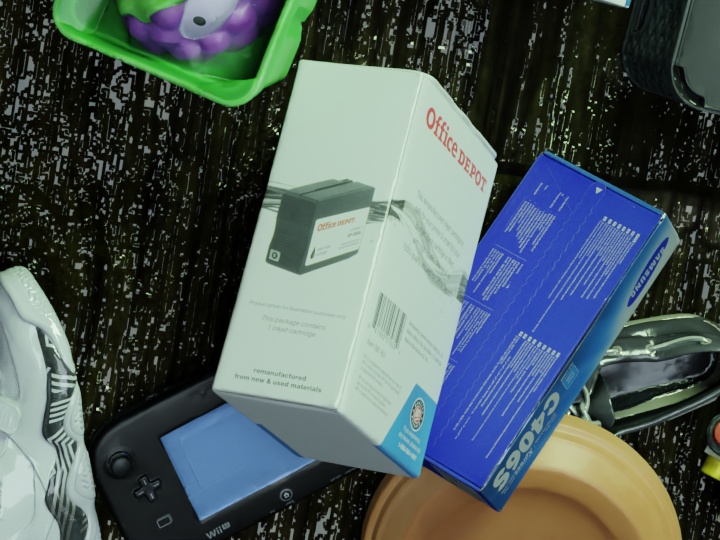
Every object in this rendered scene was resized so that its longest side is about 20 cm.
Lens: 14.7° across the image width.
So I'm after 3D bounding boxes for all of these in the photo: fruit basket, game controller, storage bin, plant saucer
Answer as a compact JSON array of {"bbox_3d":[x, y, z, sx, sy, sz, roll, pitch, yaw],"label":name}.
[{"bbox_3d":[-0.094,-0.208,1.530,0.155,0.216,0.216,24,95,18],"label":"fruit basket"},{"bbox_3d":[-0.063,0.098,1.688,0.199,0.042,0.105,-27,106,-7],"label":"game controller"},{"bbox_3d":[0.275,-0.153,1.700,0.199,0.094,0.136,12,98,-17],"label":"storage bin"},{"bbox_3d":[0.099,0.182,1.714,0.199,0.037,0.201,1,113,2],"label":"plant saucer"}]

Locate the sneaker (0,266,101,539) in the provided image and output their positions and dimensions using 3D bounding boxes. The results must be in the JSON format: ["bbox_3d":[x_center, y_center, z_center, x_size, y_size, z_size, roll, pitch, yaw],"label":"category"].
[{"bbox_3d":[-0.220,0.103,1.630,0.114,0.075,0.201,-12,107,-15],"label":"sneaker"}]

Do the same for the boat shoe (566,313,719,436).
[{"bbox_3d":[0.139,0.072,1.723,0.199,0.063,0.073,-14,104,-11],"label":"boat shoe"}]

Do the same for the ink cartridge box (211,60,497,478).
[{"bbox_3d":[0.000,0.000,1.595,0.083,0.145,0.201,8,74,23],"label":"ink cartridge box"}]

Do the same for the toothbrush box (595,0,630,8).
[{"bbox_3d":[0.109,-0.271,1.639,0.146,0.085,0.201,15,95,-17],"label":"toothbrush box"}]

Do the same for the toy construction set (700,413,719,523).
[{"bbox_3d":[0.290,0.106,1.747,0.131,0.092,0.200,28,76,15],"label":"toy construction set"}]

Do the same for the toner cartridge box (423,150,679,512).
[{"bbox_3d":[0.096,0.035,1.672,0.200,0.095,0.043,-55,151,-9],"label":"toner cartridge box"}]
